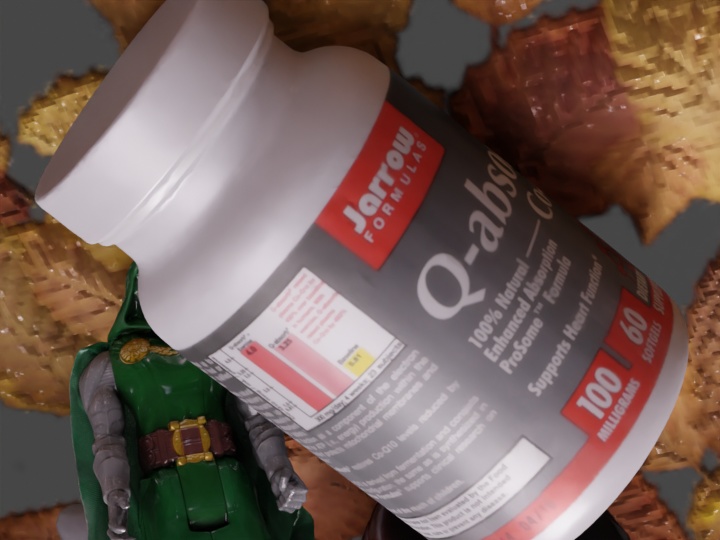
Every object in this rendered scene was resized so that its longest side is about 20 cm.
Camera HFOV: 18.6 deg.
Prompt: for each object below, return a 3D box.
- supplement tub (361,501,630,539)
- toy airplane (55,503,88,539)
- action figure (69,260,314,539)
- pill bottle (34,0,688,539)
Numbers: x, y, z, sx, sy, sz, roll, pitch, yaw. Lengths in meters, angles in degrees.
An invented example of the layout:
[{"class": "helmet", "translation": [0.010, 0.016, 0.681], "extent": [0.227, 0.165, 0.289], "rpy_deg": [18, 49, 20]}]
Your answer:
[{"class": "supplement tub", "translation": [0.031, 0.173, 0.836], "extent": [0.106, 0.107, 0.201], "rpy_deg": [17, 126, -1]}, {"class": "toy airplane", "translation": [-0.124, 0.176, 0.806], "extent": [0.198, 0.201, 0.141], "rpy_deg": [-9, 168, -8]}, {"class": "action figure", "translation": [-0.055, 0.085, 0.760], "extent": [0.118, 0.201, 0.055], "rpy_deg": [-9, 156, -17]}, {"class": "pill bottle", "translation": [0.000, 0.000, 0.720], "extent": [0.200, 0.116, 0.116], "rpy_deg": [37, 122, -15]}]
